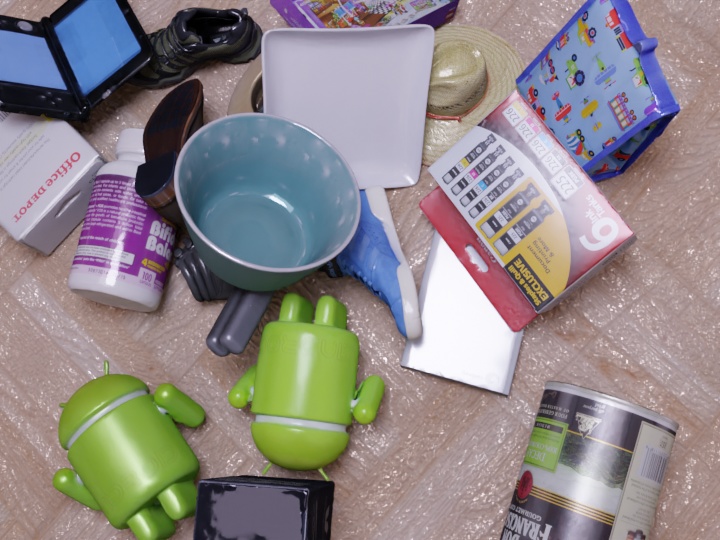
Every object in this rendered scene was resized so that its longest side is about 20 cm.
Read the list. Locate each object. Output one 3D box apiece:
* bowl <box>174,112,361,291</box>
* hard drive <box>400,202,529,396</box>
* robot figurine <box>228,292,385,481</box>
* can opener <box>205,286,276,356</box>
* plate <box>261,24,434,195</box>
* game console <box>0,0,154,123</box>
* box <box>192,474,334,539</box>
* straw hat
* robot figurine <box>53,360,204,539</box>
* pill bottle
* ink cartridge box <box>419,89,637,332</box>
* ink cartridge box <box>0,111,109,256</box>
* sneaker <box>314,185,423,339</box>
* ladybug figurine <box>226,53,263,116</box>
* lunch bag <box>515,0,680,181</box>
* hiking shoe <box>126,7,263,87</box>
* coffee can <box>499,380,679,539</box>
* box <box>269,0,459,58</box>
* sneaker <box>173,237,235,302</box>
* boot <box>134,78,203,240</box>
[{"bbox_3d":[-0.107,-0.058,0.927,0.197,0.105,0.204,9,55,-14],"label":"bowl"},{"bbox_3d":[0.134,0.032,1.009,0.130,0.027,0.203,14,81,10],"label":"hard drive"},{"bbox_3d":[-0.062,0.131,0.967,0.172,0.116,0.204,4,79,13],"label":"robot figurine"},{"bbox_3d":[-0.104,0.022,0.985,0.053,0.067,0.202,-13,41,43],"label":"can opener"},{"bbox_3d":[-0.019,-0.186,0.988,0.196,0.203,0.032,-6,35,-14],"label":"plate"},{"bbox_3d":[-0.379,-0.291,1.061,0.117,0.174,0.201,-57,50,32],"label":"game console"},{"bbox_3d":[-0.099,0.320,0.890,0.115,0.200,0.201,3,78,7],"label":"box"},{"bbox_3d":[0.107,-0.232,1.034,0.197,0.085,0.205,-1,79,6],"label":"straw hat"},{"bbox_3d":[-0.261,0.205,0.968,0.175,0.116,0.201,-40,77,3],"label":"robot figurine"},{"bbox_3d":[-0.273,-0.061,1.031,0.110,0.112,0.204,9,78,8],"label":"pill bottle"},{"bbox_3d":[0.173,-0.058,0.945,0.175,0.084,0.201,-41,75,15],"label":"ink cartridge box"},{"bbox_3d":[-0.425,-0.140,1.081,0.200,0.083,0.145,42,85,13],"label":"ink cartridge box"},{"bbox_3d":[0.000,0.001,0.993,0.109,0.077,0.203,-17,64,0],"label":"sneaker"},{"bbox_3d":[-0.082,-0.208,1.059,0.200,0.072,0.136,-44,78,-4],"label":"ladybug figurine"},{"bbox_3d":[0.266,-0.201,0.943,0.093,0.200,0.153,-16,77,-14],"label":"lunch bag"},{"bbox_3d":[-0.226,-0.294,1.079,0.197,0.101,0.077,-16,76,3],"label":"hiking shoe"},{"bbox_3d":[0.234,0.236,0.895,0.144,0.146,0.203,18,81,10],"label":"coffee can"},{"bbox_3d":[0.007,-0.331,1.048,0.199,0.039,0.137,-32,73,-26],"label":"box"},{"bbox_3d":[-0.188,-0.054,1.041,0.097,0.071,0.203,-16,81,-2],"label":"sneaker"},{"bbox_3d":[-0.203,-0.130,1.005,0.074,0.097,0.202,-12,48,22],"label":"boot"}]
